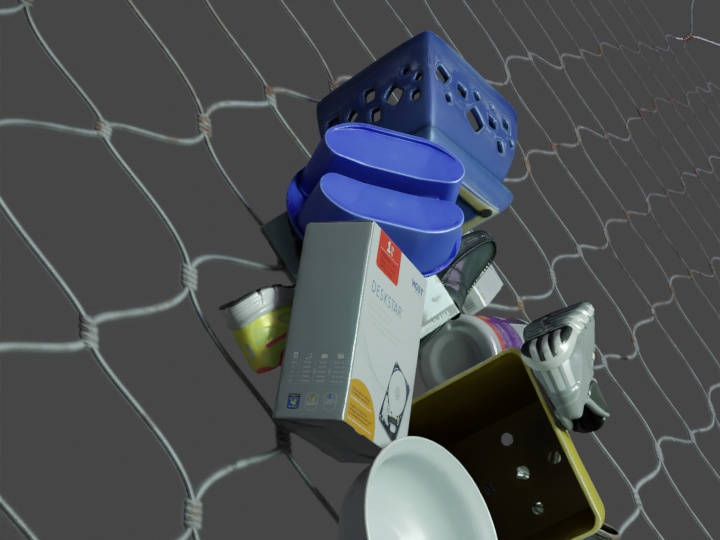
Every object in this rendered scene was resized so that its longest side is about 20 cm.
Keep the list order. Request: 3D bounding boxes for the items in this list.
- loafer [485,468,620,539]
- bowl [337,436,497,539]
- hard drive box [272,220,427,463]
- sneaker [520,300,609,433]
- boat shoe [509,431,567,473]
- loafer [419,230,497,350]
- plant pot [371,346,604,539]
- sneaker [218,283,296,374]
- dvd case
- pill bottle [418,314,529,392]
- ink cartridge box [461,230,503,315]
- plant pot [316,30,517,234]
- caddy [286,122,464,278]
[{"bbox_3d":[0.223,0.277,1.537,0.200,0.063,0.072,39,20,-15],"label":"loafer"},{"bbox_3d":[0.041,0.268,1.233,0.200,0.090,0.203,32,44,-37],"label":"bowl"},{"bbox_3d":[-0.006,0.074,1.275,0.156,0.076,0.202,44,50,-57],"label":"hard drive box"},{"bbox_3d":[0.215,0.106,1.323,0.116,0.075,0.200,66,21,-4],"label":"sneaker"},{"bbox_3d":[0.238,0.167,1.564,0.064,0.204,0.074,27,13,32],"label":"boat shoe"},{"bbox_3d":[0.096,0.031,1.498,0.200,0.070,0.068,-43,133,-22],"label":"loafer"},{"bbox_3d":[0.151,0.218,1.383,0.176,0.199,0.201,16,47,-65],"label":"plant pot"},{"bbox_3d":[-0.064,0.062,1.320,0.199,0.078,0.091,-11,78,-54],"label":"sneaker"},{"bbox_3d":[0.000,0.000,1.431,0.201,0.145,0.022,58,-17,0],"label":"dvd case"},{"bbox_3d":[0.165,0.112,1.588,0.199,0.111,0.112,7,55,-56],"label":"pill bottle"},{"bbox_3d":[0.145,0.001,1.731,0.095,0.037,0.200,58,17,1],"label":"ink cartridge box"},{"bbox_3d":[0.073,-0.142,1.620,0.200,0.199,0.181,35,41,-37],"label":"plant pot"},{"bbox_3d":[0.021,-0.069,1.385,0.198,0.105,0.142,13,53,-11],"label":"caddy"}]
